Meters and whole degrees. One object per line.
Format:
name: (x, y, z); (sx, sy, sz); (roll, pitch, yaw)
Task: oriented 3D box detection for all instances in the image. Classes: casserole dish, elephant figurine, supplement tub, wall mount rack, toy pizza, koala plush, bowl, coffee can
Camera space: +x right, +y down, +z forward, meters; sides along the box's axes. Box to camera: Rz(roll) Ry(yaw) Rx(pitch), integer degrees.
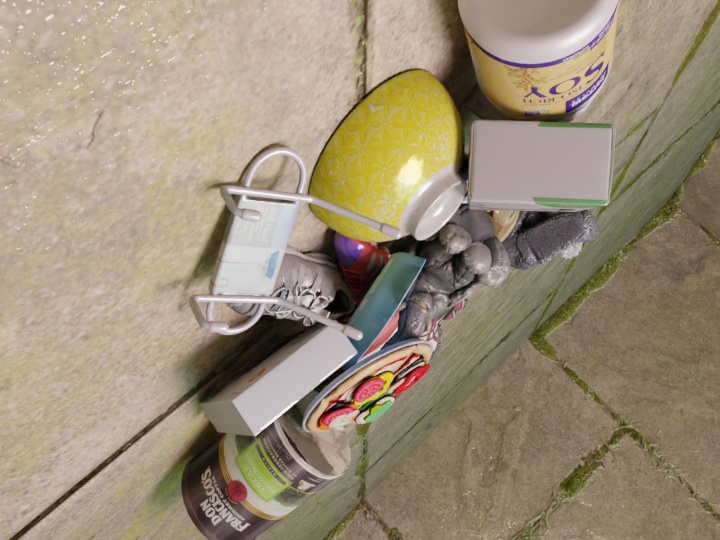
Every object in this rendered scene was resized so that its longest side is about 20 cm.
casserole dish: (0.015, 0.048, 0.861); (0.122, 0.038, 0.200); (-57, 180, -33)
elephant figurine: (0.096, 0.011, 0.964); (0.153, 0.143, 0.201); (-3, 140, -41)
supplement tub: (0.178, -0.235, 0.707); (0.146, 0.145, 0.200); (-46, 160, 3)
wall mount rack: (-0.064, -0.006, 0.675); (0.171, 0.075, 0.203); (3, 120, -35)
toy pizza: (0.015, 0.158, 0.923); (0.198, 0.032, 0.201); (-29, 157, -13)
koala plush: (0.327, -0.092, 1.282); (0.184, 0.179, 0.199); (-43, 164, 29)
bowl: (0.051, -0.098, 0.770); (0.199, 0.108, 0.201); (-39, 159, -18)
coffee can: (-0.132, 0.271, 0.999); (0.199, 0.148, 0.146); (-41, 163, 20)

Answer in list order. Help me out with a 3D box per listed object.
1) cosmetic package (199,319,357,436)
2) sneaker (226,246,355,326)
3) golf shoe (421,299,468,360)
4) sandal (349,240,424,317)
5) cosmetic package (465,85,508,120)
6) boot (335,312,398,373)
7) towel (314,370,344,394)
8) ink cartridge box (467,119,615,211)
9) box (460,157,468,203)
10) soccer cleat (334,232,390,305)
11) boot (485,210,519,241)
cosmetic package: (-0.106, 0.132, 0.864); (0.150, 0.052, 0.199); (-39, -175, -25)
sneaker: (-0.067, 0.023, 0.800); (0.075, 0.082, 0.199); (-54, 159, 23)
golf shoe: (0.100, 0.088, 1.211); (0.087, 0.078, 0.202); (-6, 138, -31)
sandal: (0.062, 0.016, 1.059); (0.200, 0.048, 0.075); (-45, -168, -21)
cosmetic package: (0.226, -0.225, 0.935); (0.104, 0.073, 0.199); (-54, 160, 24)
boot: (-0.014, 0.092, 1.066); (0.200, 0.073, 0.144); (-42, 159, 0)
towel: (-0.063, 0.201, 1.106); (0.197, 0.037, 0.148); (-24, 161, 16)
ink cartridge box: (0.194, -0.112, 0.811); (0.200, 0.143, 0.086); (-16, 108, -81)
box: (0.102, -0.100, 0.959); (0.121, 0.033, 0.199); (-47, 165, 22)
soccer cleat: (0.000, 0.000, 0.915); (0.077, 0.066, 0.200); (-56, 165, -3)
boot: (0.202, -0.107, 1.114); (0.154, 0.073, 0.202); (-21, 146, -52)
